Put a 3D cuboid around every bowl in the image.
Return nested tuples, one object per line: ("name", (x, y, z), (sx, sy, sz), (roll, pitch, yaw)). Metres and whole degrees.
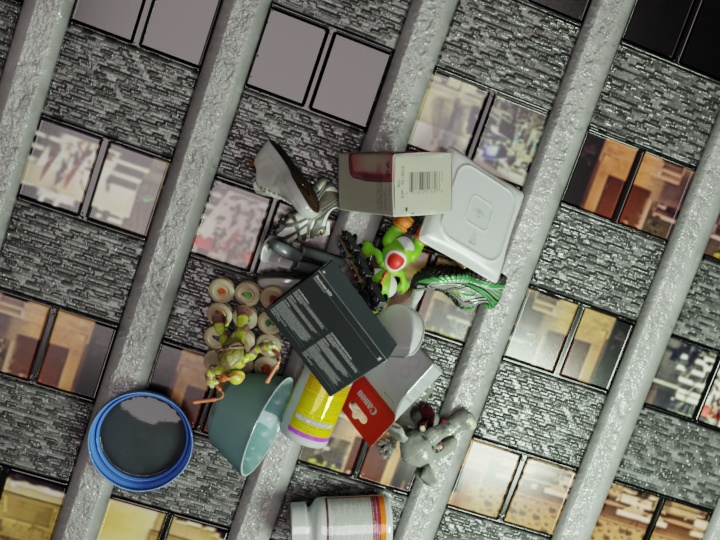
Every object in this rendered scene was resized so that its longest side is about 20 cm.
("bowl", (-0.218, 0.274, 1.581), (0.104, 0.201, 0.202), (24, 96, 12))
("bowl", (-0.426, 0.329, 1.625), (0.199, 0.039, 0.202), (-1, 100, -6))

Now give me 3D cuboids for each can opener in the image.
("can opener", (-0.104, -0.019, 1.554), (0.199, 0.066, 0.053), (16, 102, -47))

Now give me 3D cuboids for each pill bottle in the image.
("pill bottle", (-0.040, 0.507, 1.665), (0.198, 0.110, 0.110), (-1, 99, -7))
("pill bottle", (-0.077, 0.235, 1.619), (0.104, 0.104, 0.201), (22, 97, -10))

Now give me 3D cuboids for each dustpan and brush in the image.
("dustpan and brush", (0.080, 0.092, 1.598), (0.057, 0.139, 0.201), (46, 55, -39))

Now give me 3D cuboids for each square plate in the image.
("square plate", (0.220, -0.106, 1.582), (0.199, 0.028, 0.199), (27, 72, -25))

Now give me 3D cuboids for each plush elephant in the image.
("plush elephant", (0.124, 0.322, 1.631), (0.200, 0.155, 0.165), (-39, 101, 0))

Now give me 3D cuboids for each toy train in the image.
("toy train", (0.000, 0.000, 1.566), (0.034, 0.201, 0.046), (5, 132, -33))

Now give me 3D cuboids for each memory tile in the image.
("memory tile", (-0.223, 0.113, 1.594), (0.152, 0.017, 0.201), (9, 112, 2))

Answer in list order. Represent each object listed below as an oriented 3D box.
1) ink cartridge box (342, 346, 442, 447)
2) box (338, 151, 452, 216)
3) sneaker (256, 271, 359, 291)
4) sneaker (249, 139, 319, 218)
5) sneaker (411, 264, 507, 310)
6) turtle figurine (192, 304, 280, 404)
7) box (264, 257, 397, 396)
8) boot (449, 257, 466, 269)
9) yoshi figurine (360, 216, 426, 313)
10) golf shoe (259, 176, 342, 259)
("ink cartridge box", (0.039, 0.210, 1.603), (0.200, 0.163, 0.057), (-43, 136, -1))
("box", (0.060, -0.160, 1.510), (0.127, 0.200, 0.110), (-6, 101, -30))
("sneaker", (-0.105, 0.051, 1.605), (0.199, 0.070, 0.081), (11, 100, -9))
("sneaker", (-0.143, -0.148, 1.529), (0.085, 0.200, 0.073), (-44, 142, 13))
("sneaker", (0.192, 0.038, 1.625), (0.199, 0.078, 0.086), (7, 102, -18))
("turtle figurine", (-0.239, 0.149, 1.515), (0.199, 0.162, 0.064), (-30, 139, 21))
("box", (-0.052, 0.103, 1.501), (0.141, 0.079, 0.200), (-35, 95, 27))
("boot", (0.183, -0.106, 1.607), (0.107, 0.075, 0.201), (-27, 93, -9))
("yoshi figurine", (0.054, -0.006, 1.617), (0.201, 0.112, 0.112), (-59, 142, -10))
("golf shoe", (-0.108, -0.080, 1.580), (0.094, 0.078, 0.200), (41, 93, -11))
